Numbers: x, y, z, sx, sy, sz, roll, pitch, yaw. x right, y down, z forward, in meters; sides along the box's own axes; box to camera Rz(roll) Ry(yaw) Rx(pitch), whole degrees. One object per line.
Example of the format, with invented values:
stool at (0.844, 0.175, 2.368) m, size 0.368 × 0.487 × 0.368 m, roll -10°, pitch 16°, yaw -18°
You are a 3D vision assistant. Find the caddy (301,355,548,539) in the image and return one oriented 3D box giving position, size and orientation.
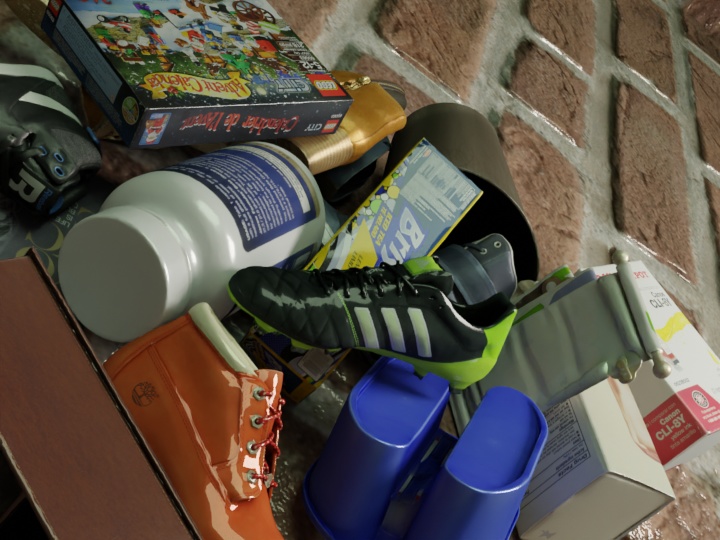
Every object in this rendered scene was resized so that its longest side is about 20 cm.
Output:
caddy at (0.044, 0.139, 0.744) m, size 0.141 × 0.105 × 0.200 m, roll 25°, pitch 22°, yaw 12°

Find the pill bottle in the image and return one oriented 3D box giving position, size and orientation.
pill bottle at (-0.113, -0.020, 0.746) m, size 0.111 × 0.111 × 0.200 m, roll 45°, pitch 27°, yaw 6°

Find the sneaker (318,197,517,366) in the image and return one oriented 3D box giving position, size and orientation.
sneaker at (0.035, -0.012, 0.888) m, size 0.146 × 0.077 × 0.202 m, roll -34°, pitch 84°, yaw -22°

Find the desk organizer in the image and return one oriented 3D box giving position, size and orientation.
desk organizer at (-0.173, 0.092, 0.575) m, size 0.077 × 0.072 × 0.200 m, roll -15°, pitch 66°, yaw -51°

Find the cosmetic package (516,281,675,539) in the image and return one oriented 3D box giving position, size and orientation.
cosmetic package at (0.168, 0.122, 0.902) m, size 0.087 × 0.103 × 0.200 m, roll 25°, pitch 36°, yaw -31°

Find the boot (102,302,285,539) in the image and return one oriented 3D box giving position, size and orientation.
boot at (-0.072, 0.112, 0.627) m, size 0.200 × 0.107 × 0.075 m, roll 52°, pitch -9°, yaw 13°

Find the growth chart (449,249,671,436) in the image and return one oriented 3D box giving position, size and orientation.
growth chart at (0.145, 0.060, 0.875) m, size 0.018 × 0.200 × 0.145 m, roll 36°, pitch 37°, yaw -37°

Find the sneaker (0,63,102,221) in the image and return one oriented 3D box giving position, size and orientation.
sneaker at (-0.244, -0.082, 0.692) m, size 0.112 × 0.073 × 0.200 m, roll 49°, pitch 30°, yaw 17°

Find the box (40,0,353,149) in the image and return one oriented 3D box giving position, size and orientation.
box at (-0.119, -0.156, 0.822) m, size 0.200 × 0.038 × 0.137 m, roll -12°, pitch 54°, yaw -45°

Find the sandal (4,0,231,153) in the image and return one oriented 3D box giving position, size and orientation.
sandal at (-0.205, -0.138, 0.858) m, size 0.212 × 0.078 × 0.070 m, roll 41°, pitch 64°, yaw -22°

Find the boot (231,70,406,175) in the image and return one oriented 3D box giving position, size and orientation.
boot at (-0.072, -0.151, 0.947) m, size 0.201 × 0.071 × 0.144 m, roll 32°, pitch 40°, yaw 20°

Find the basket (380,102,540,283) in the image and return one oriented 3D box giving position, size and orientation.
basket at (0.083, -0.068, 1.015) m, size 0.180 × 0.136 × 0.200 m, roll 56°, pitch 18°, yaw -28°

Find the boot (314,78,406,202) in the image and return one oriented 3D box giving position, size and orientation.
boot at (-0.003, -0.122, 1.042) m, size 0.200 × 0.075 × 0.097 m, roll -24°, pitch 68°, yaw -44°

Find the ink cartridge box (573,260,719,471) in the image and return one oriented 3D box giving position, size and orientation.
ink cartridge box at (0.282, 0.092, 1.085) m, size 0.145 × 0.083 × 0.200 m, roll -5°, pitch 54°, yaw -51°

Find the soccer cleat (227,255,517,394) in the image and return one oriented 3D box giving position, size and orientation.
soccer cleat at (0.011, 0.020, 0.711) m, size 0.200 × 0.081 × 0.068 m, roll 17°, pitch 23°, yaw -27°

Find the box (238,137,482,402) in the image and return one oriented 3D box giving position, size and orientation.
box at (0.000, 0.000, 0.797) m, size 0.064 × 0.070 × 0.200 m, roll 42°, pitch 69°, yaw 0°

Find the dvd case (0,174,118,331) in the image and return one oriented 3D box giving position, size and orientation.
dvd case at (-0.237, -0.029, 0.720) m, size 0.149 × 0.016 × 0.200 m, roll 31°, pitch 33°, yaw -19°
